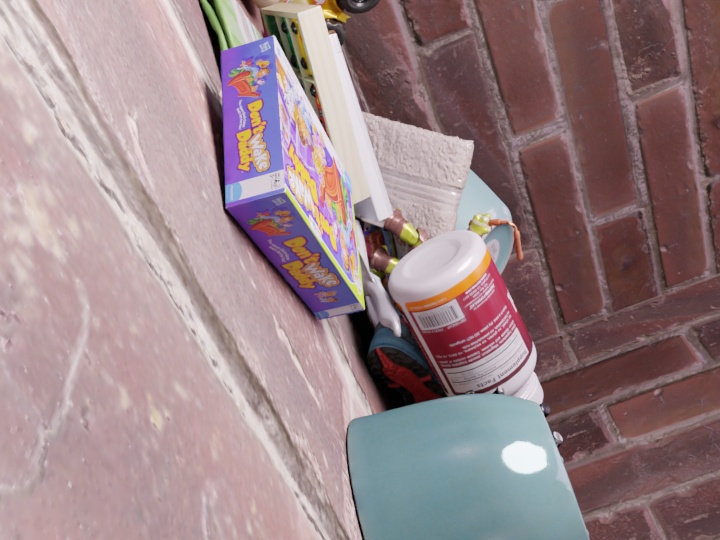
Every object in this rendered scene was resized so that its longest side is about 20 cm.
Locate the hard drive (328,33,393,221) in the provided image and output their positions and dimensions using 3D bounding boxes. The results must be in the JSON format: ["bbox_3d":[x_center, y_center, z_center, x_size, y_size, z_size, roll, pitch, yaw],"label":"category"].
[{"bbox_3d":[-0.026,-0.162,0.872,0.132,0.026,0.204,27,-42,66],"label":"hard drive"}]

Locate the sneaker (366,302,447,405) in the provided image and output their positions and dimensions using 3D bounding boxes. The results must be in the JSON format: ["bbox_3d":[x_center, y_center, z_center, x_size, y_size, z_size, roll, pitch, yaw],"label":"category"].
[{"bbox_3d":[0.081,0.108,0.902,0.201,0.078,0.097,51,41,-44],"label":"sneaker"}]

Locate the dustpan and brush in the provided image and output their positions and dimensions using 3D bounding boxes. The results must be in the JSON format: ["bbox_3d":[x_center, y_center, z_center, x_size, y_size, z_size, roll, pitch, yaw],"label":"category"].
[{"bbox_3d":[0.000,0.000,0.829,0.141,0.056,0.202,63,10,-47],"label":"dustpan and brush"}]

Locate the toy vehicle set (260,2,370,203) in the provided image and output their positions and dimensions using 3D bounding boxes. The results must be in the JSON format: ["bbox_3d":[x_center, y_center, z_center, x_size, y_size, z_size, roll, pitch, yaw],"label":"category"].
[{"bbox_3d":[-0.049,-0.181,0.822,0.124,0.026,0.203,38,-32,60],"label":"toy vehicle set"}]

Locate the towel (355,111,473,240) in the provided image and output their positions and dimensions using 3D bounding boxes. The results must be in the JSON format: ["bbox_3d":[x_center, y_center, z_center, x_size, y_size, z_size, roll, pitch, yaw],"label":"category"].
[{"bbox_3d":[0.048,-0.119,0.961,0.034,0.198,0.135,-2,109,-48],"label":"towel"}]

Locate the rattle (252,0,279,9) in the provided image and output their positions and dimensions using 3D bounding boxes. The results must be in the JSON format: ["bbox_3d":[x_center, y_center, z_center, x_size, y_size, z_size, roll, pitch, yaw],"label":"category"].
[{"bbox_3d":[-0.094,-0.398,0.917,0.131,0.142,0.200,50,15,-5],"label":"rattle"}]

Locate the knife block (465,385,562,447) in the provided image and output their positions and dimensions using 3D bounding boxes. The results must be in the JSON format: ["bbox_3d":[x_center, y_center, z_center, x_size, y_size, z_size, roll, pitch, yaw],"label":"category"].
[{"bbox_3d":[0.134,0.206,0.805,0.065,0.172,0.202,-81,154,-43],"label":"knife block"}]

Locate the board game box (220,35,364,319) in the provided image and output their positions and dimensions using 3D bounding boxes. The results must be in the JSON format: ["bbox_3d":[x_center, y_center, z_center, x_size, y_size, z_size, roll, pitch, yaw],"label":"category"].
[{"bbox_3d":[-0.049,-0.063,0.610,0.200,0.044,0.137,58,23,-61],"label":"board game box"}]

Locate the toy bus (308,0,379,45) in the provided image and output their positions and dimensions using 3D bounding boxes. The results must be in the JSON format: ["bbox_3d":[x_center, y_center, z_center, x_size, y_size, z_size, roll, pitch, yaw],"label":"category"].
[{"bbox_3d":[-0.081,-0.424,1.080,0.190,0.200,0.138,7,54,-41],"label":"toy bus"}]

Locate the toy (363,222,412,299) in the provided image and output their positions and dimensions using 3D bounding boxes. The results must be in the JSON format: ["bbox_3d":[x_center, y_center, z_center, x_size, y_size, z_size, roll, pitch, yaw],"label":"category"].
[{"bbox_3d":[0.024,-0.015,1.031,0.200,0.046,0.117,-129,-143,-55],"label":"toy"}]

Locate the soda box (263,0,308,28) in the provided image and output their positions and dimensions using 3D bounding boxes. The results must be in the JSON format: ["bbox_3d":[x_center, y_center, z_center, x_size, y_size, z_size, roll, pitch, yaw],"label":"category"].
[{"bbox_3d":[-0.068,-0.278,1.055,0.201,0.063,0.069,62,10,-53],"label":"soda box"}]

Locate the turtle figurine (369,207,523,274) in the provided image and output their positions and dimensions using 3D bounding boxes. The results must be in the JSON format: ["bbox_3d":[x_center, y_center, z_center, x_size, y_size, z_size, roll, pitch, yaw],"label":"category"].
[{"bbox_3d":[0.091,0.008,0.892,0.065,0.159,0.202,-49,161,-48],"label":"turtle figurine"}]

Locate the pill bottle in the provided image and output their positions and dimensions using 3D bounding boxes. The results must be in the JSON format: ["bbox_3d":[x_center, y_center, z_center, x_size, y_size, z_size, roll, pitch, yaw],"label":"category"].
[{"bbox_3d":[0.119,0.069,0.816,0.202,0.111,0.113,60,10,-21],"label":"pill bottle"}]

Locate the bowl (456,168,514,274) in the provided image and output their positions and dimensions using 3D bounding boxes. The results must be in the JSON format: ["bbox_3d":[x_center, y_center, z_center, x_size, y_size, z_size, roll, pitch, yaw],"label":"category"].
[{"bbox_3d":[0.145,-0.039,1.081,0.104,0.202,0.202,27,-19,32],"label":"bowl"}]

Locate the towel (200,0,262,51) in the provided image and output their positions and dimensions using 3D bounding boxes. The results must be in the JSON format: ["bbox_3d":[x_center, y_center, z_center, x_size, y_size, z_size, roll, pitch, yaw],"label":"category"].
[{"bbox_3d":[-0.097,-0.174,0.726,0.200,0.030,0.152,43,26,-71],"label":"towel"}]

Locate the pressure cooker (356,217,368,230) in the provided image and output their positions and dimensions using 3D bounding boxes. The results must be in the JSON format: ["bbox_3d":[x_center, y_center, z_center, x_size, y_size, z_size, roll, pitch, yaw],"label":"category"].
[{"bbox_3d":[0.090,-0.102,1.247,0.180,0.196,0.178,-96,166,-63],"label":"pressure cooker"}]

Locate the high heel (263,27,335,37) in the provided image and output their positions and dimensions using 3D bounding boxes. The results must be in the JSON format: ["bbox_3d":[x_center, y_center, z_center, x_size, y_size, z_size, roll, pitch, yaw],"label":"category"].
[{"bbox_3d":[-0.071,-0.220,0.988,0.067,0.094,0.204,-47,144,-50],"label":"high heel"}]

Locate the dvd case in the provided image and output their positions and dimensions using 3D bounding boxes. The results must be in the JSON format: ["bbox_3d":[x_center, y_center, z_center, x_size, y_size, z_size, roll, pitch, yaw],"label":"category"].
[{"bbox_3d":[0.030,0.097,0.966,0.143,0.017,0.203,-99,167,-61],"label":"dvd case"}]

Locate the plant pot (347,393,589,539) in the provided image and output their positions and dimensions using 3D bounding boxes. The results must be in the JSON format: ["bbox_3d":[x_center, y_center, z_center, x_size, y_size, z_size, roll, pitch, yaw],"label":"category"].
[{"bbox_3d":[0.097,0.196,0.637,0.201,0.158,0.204,-21,90,-83],"label":"plant pot"}]
